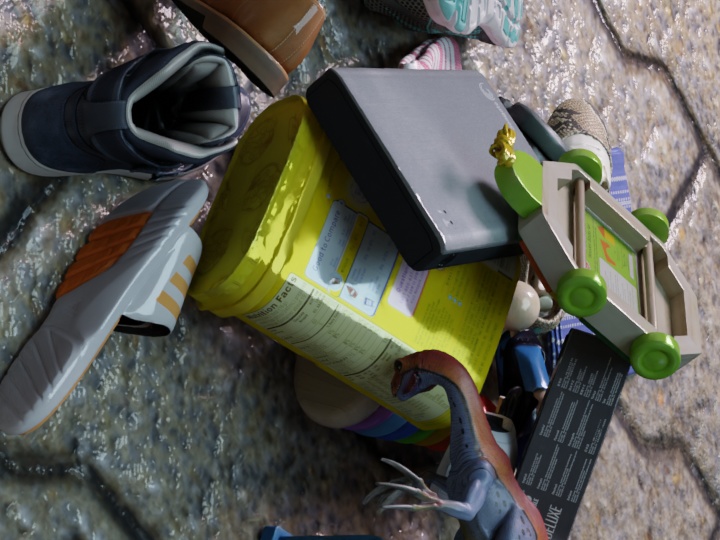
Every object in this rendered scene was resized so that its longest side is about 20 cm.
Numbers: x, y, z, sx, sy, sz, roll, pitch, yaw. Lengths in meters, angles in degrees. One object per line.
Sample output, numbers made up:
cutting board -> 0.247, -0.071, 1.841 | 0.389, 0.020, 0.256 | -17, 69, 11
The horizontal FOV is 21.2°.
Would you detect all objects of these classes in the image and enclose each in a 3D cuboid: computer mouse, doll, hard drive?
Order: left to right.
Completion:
hard drive -> 0.059, -0.070, 1.273 | 0.140, 0.033, 0.200 | 58, 28, 13
computer mouse -> 0.089, 0.138, 1.348 | 0.110, 0.044, 0.200 | -64, 169, 4
doll -> 0.129, 0.108, 1.496 | 0.048, 0.136, 0.202 | -3, 92, -5

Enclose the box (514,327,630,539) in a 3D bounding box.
box -> 0.134, 0.143, 1.348 | 0.158, 0.049, 0.201 | 30, 80, -84

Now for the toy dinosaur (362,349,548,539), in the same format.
toy dinosaur -> 0.074, 0.142, 1.232 | 0.199, 0.105, 0.183 | 3, 94, -28

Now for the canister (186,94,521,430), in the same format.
canister -> 0.000, 0.000, 1.271 | 0.199, 0.086, 0.149 | 33, 65, -26

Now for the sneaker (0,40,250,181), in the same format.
sneaker -> -0.106, -0.101, 1.222 | 0.202, 0.146, 0.077 | -16, 95, -50

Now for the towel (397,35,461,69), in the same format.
towel -> 0.068, -0.098, 1.442 | 0.200, 0.030, 0.147 | -52, 127, -74

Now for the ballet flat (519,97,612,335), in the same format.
ballet flat -> 0.168, -0.044, 1.549 | 0.067, 0.075, 0.201 | 17, 83, -12

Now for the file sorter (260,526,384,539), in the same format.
file sorter -> 0.019, 0.281, 1.328 | 0.200, 0.122, 0.139 | 39, 58, -39

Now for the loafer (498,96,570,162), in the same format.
loafer -> 0.113, -0.089, 1.463 | 0.063, 0.200, 0.072 | -45, 91, 3

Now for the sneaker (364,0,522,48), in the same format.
sneaker -> 0.066, -0.214, 1.481 | 0.200, 0.091, 0.078 | 2, 94, -67

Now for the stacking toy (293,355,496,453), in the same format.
stacking toy -> 0.042, 0.097, 1.416 | 0.200, 0.085, 0.086 | 28, 65, -47

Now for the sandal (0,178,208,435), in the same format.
sandal -> -0.155, 0.030, 1.206 | 0.059, 0.079, 0.207 | 50, 59, -32

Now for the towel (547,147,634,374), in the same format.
towel -> 0.193, -0.004, 1.646 | 0.144, 0.024, 0.201 | -9, 94, -50

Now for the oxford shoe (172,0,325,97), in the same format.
oxford shoe -> -0.078, -0.177, 1.233 | 0.071, 0.200, 0.071 | -46, 131, -1

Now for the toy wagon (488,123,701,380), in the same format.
toy wagon -> 0.150, -0.019, 1.270 | 0.200, 0.040, 0.156 | 39, 30, -20
